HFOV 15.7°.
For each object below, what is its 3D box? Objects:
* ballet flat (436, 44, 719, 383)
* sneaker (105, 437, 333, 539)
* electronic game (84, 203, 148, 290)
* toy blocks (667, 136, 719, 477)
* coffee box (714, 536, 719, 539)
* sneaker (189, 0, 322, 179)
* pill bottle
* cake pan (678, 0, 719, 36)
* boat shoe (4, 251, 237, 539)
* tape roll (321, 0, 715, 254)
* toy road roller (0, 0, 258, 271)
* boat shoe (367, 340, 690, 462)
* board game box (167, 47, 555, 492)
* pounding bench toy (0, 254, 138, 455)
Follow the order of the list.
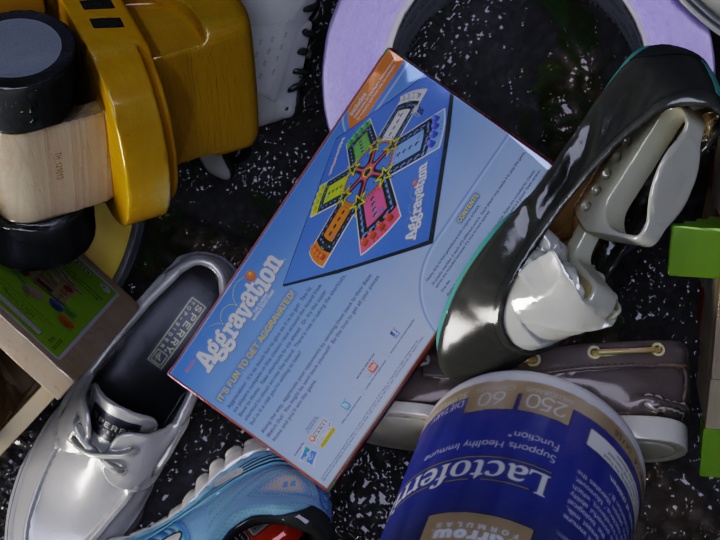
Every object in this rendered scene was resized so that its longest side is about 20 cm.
[{"bbox_3d":[0.107,-0.018,1.253,0.200,0.068,0.068,-58,39,12],"label":"ballet flat"},{"bbox_3d":[-0.095,0.168,1.325,0.200,0.090,0.078,-43,115,0],"label":"sneaker"},{"bbox_3d":[-0.211,-0.039,1.388,0.200,0.042,0.200,0,85,4],"label":"electronic game"},{"bbox_3d":[0.201,-0.011,1.313,0.100,0.137,0.200,4,104,3],"label":"toy blocks"},{"bbox_3d":[0.212,0.246,1.232,0.200,0.198,0.200,-35,99,1],"label":"coffee box"},{"bbox_3d":[-0.045,-0.127,1.324,0.080,0.074,0.200,40,128,-2],"label":"sneaker"},{"bbox_3d":[0.062,0.150,1.229,0.116,0.200,0.116,10,130,12],"label":"pill bottle"},{"bbox_3d":[0.230,-0.198,1.330,0.200,0.037,0.200,7,68,-18],"label":"cake pan"},{"bbox_3d":[-0.123,0.078,1.359,0.072,0.066,0.200,36,88,6],"label":"boat shoe"},{"bbox_3d":[0.082,-0.094,1.351,0.200,0.085,0.200,0,84,4],"label":"tape roll"},{"bbox_3d":[-0.136,-0.105,1.274,0.146,0.123,0.200,-16,46,-15],"label":"toy road roller"},{"bbox_3d":[0.070,0.060,1.343,0.200,0.072,0.060,2,73,13],"label":"boat shoe"},{"bbox_3d":[0.000,0.000,1.302,0.103,0.019,0.200,36,100,6],"label":"board game box"},{"bbox_3d":[-0.246,0.021,1.299,0.200,0.124,0.156,43,109,-4],"label":"pounding bench toy"}]
